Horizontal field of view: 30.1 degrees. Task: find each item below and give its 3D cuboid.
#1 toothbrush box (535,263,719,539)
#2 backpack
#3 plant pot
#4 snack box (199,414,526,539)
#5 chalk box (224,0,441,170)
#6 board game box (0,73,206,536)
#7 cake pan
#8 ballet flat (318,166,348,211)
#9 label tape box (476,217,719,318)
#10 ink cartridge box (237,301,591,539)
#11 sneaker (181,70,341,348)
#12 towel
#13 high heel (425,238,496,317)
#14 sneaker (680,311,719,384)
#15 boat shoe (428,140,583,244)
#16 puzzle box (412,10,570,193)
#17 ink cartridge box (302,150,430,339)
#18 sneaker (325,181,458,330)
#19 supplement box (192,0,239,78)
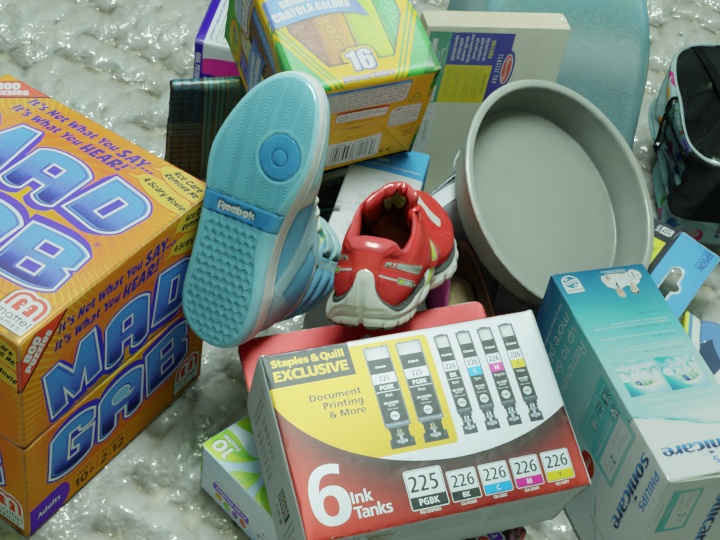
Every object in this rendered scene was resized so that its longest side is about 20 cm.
[{"bbox_3d":[0.199,0.117,0.998,0.085,0.147,0.200,-7,47,-19],"label":"toothbrush box"},{"bbox_3d":[0.363,-0.121,1.275,0.177,0.151,0.201,6,50,-9],"label":"backpack"},{"bbox_3d":[0.192,-0.256,1.346,0.195,0.201,0.197,6,43,-4],"label":"plant pot"},{"bbox_3d":[-0.001,0.170,0.967,0.142,0.053,0.200,-31,58,-33],"label":"snack box"},{"bbox_3d":[-0.034,-0.198,1.090,0.124,0.124,0.201,-14,66,-18],"label":"chalk box"},{"bbox_3d":[-0.248,0.020,0.967,0.199,0.200,0.200,28,46,18],"label":"board game box"},{"bbox_3d":[0.156,-0.057,1.093,0.200,0.037,0.201,13,66,-31],"label":"cake pan"},{"bbox_3d":[-0.061,-0.076,1.194,0.199,0.069,0.068,-20,26,-26],"label":"ballet flat"},{"bbox_3d":[0.196,-0.004,1.184,0.200,0.066,0.143,31,48,17],"label":"label tape box"},{"bbox_3d":[0.029,0.096,0.917,0.199,0.084,0.176,-9,65,-17],"label":"ink cartridge box"},{"bbox_3d":[-0.052,-0.048,0.956,0.079,0.201,0.130,30,20,22],"label":"sneaker"},{"bbox_3d":[-0.075,-0.131,1.203,0.199,0.147,0.022,-3,61,-13],"label":"towel"},{"bbox_3d":[0.091,0.071,1.058,0.067,0.096,0.200,-7,46,-19],"label":"high heel"},{"bbox_3d":[0.289,0.116,1.072,0.082,0.074,0.200,16,45,-1],"label":"sneaker"},{"bbox_3d":[0.111,-0.082,1.150,0.200,0.072,0.068,-28,56,-33],"label":"boat shoe"},{"bbox_3d":[0.103,-0.145,1.212,0.132,0.201,0.025,-1,44,-14],"label":"puzzle box"},{"bbox_3d":[0.000,0.000,1.099,0.068,0.116,0.200,14,43,3],"label":"ink cartridge box"},{"bbox_3d":[0.030,-0.027,0.967,0.077,0.085,0.200,9,24,10],"label":"sneaker"},{"bbox_3d":[-0.057,-0.190,1.298,0.199,0.101,0.104,11,43,0],"label":"supplement box"}]
